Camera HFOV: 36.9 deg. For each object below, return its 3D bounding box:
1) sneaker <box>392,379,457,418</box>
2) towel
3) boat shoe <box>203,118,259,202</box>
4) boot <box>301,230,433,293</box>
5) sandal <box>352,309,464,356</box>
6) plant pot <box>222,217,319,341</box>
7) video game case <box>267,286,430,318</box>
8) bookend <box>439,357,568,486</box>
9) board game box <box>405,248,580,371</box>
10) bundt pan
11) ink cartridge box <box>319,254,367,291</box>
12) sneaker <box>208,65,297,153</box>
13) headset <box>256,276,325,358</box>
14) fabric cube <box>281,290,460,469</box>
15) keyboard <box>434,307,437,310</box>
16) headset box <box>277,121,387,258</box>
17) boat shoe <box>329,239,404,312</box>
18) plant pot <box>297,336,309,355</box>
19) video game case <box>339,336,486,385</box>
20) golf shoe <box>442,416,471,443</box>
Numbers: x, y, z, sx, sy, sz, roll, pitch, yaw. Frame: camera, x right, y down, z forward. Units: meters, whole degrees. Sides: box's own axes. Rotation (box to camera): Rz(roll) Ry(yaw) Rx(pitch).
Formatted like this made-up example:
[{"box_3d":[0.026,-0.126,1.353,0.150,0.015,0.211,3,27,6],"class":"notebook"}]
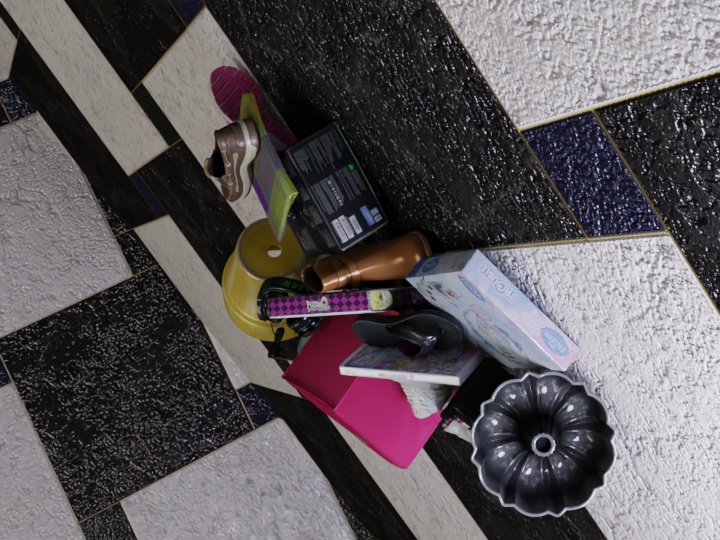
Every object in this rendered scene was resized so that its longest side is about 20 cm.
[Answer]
[{"box_3d":[0.102,0.187,1.715,0.077,0.101,0.199,20,-178,37],"class":"sneaker"},{"box_3d":[-0.147,-0.163,1.662,0.144,0.023,0.202,111,138,-58],"class":"towel"},{"box_3d":[-0.211,-0.168,1.686,0.203,0.074,0.075,112,137,-60],"class":"boat shoe"},{"box_3d":[0.009,-0.009,1.630,0.199,0.154,0.078,8,110,62],"class":"boot"},{"box_3d":[0.068,0.101,1.602,0.199,0.048,0.076,-5,132,41],"class":"sandal"},{"box_3d":[-0.160,0.003,1.996,0.201,0.200,0.189,46,160,17],"class":"plant pot"},{"box_3d":[-0.016,0.050,1.706,0.198,0.180,0.036,-5,88,36],"class":"video game case"},{"box_3d":[0.232,0.238,1.646,0.198,0.092,0.200,37,170,5],"class":"bookend"},{"box_3d":[0.178,0.058,1.491,0.200,0.043,0.199,43,166,-12],"class":"board game box"},{"box_3d":[0.250,0.231,1.491,0.203,0.201,0.076,51,-171,-2],"class":"bundt pan"},{"box_3d":[-0.033,-0.007,1.969,0.201,0.037,0.094,60,162,-20],"class":"ink cartridge box"},{"box_3d":[-0.188,-0.247,1.801,0.201,0.081,0.088,55,161,-9],"class":"sneaker"},{"box_3d":[-0.128,0.082,1.871,0.122,0.095,0.200,22,153,-5],"class":"headset"},{"box_3d":[0.024,0.185,1.859,0.199,0.201,0.196,42,170,-33],"class":"fabric cube"},{"box_3d":[0.169,0.117,1.731,0.127,0.021,0.201,36,156,41],"class":"keyboard"},{"box_3d":[-0.065,-0.120,1.694,0.175,0.092,0.200,61,161,-6],"class":"headset box"},{"box_3d":[0.000,0.000,1.832,0.200,0.073,0.075,49,163,7],"class":"boat shoe"},{"box_3d":[-0.035,0.155,2.097,0.141,0.141,0.200,45,166,18],"class":"plant pot"},{"box_3d":[0.086,0.129,1.631,0.198,0.143,0.018,2,111,29],"class":"video game case"},{"box_3d":[0.207,0.256,1.855,0.091,0.076,0.200,35,164,0],"class":"golf shoe"}]
